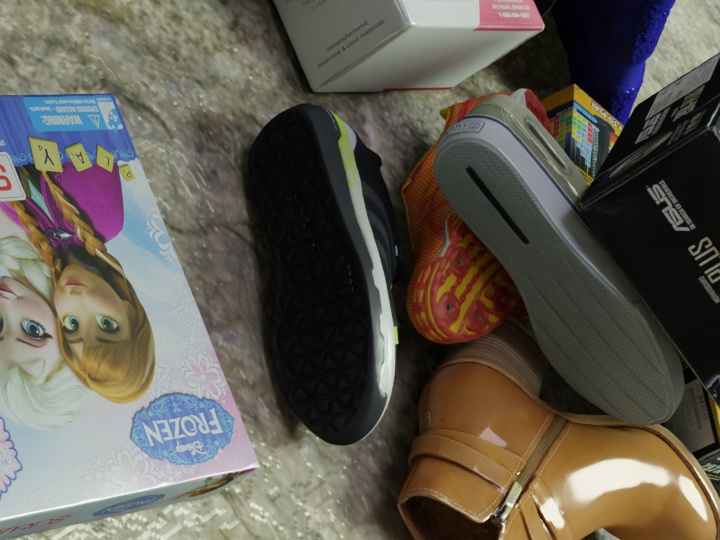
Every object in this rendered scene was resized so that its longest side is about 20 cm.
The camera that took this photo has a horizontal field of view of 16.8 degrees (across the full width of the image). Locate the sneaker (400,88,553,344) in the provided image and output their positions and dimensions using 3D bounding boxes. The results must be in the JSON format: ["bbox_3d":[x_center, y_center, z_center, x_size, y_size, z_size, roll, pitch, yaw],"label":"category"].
[{"bbox_3d":[0.056,-0.024,1.354,0.073,0.077,0.200,61,31,-27],"label":"sneaker"}]

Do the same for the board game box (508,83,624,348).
[{"bbox_3d":[0.173,0.007,1.492,0.200,0.057,0.165,36,40,-30],"label":"board game box"}]

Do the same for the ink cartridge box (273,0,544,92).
[{"bbox_3d":[0.004,-0.210,1.415,0.146,0.083,0.200,-7,70,-53],"label":"ink cartridge box"}]

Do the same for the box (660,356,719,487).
[{"bbox_3d":[0.240,0.055,1.453,0.200,0.049,0.160,17,52,-44],"label":"box"}]

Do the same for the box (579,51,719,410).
[{"bbox_3d":[0.214,-0.020,1.327,0.164,0.086,0.200,54,24,-8],"label":"box"}]

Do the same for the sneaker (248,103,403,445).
[{"bbox_3d":[0.000,0.000,1.266,0.083,0.072,0.200,23,49,-44],"label":"sneaker"}]

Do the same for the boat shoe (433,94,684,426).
[{"bbox_3d":[0.116,-0.008,1.295,0.200,0.072,0.062,55,43,-16],"label":"boat shoe"}]

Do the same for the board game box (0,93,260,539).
[{"bbox_3d":[-0.154,0.018,1.085,0.200,0.041,0.200,-8,71,-53],"label":"board game box"}]

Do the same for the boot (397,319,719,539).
[{"bbox_3d":[0.104,0.132,1.303,0.200,0.074,0.155,37,38,-10],"label":"boot"}]

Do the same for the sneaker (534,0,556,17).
[{"bbox_3d":[0.103,-0.230,1.476,0.078,0.200,0.079,7,30,-3],"label":"sneaker"}]

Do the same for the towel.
[{"bbox_3d":[0.166,-0.186,1.517,0.050,0.200,0.148,-3,60,-10],"label":"towel"}]
